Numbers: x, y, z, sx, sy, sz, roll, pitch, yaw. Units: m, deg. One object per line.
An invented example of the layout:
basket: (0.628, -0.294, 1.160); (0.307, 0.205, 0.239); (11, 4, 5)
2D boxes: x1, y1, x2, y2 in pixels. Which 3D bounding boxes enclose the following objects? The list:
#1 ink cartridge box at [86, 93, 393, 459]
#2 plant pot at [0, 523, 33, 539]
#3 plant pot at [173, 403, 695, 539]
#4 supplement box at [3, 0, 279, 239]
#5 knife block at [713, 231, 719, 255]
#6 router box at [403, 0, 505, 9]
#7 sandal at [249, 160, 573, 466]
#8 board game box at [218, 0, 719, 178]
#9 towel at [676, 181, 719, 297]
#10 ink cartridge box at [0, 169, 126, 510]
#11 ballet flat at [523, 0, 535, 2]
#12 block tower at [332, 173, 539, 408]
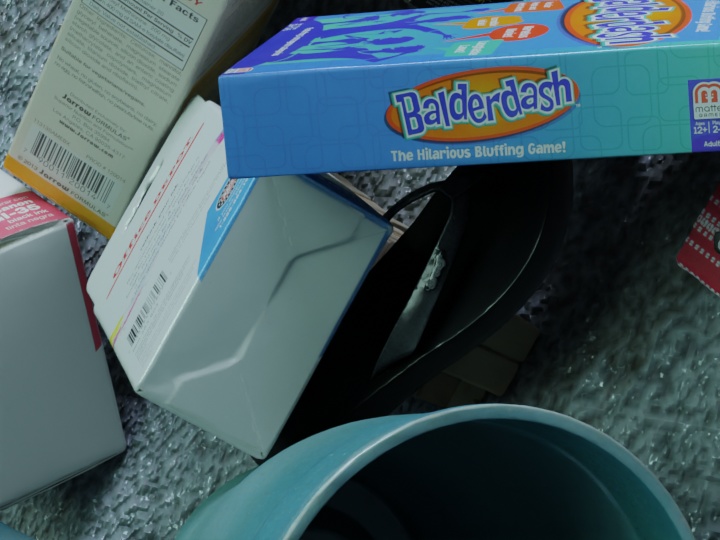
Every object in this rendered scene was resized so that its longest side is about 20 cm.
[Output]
ink cartridge box: (-0.060, -0.004, 1.142); (0.116, 0.068, 0.200); (-60, 17, 4)
plant pot: (-0.163, 0.218, 1.171); (0.187, 0.200, 0.201); (13, 81, 36)
plant pot: (0.010, 0.147, 1.016); (0.188, 0.199, 0.201); (3, 73, 65)
supplement box: (-0.093, -0.128, 1.264); (0.126, 0.073, 0.200); (-53, -4, -47)
knife block: (0.215, 0.011, 0.914); (0.199, 0.064, 0.177); (12, 85, 46)
router box: (0.041, -0.230, 1.270); (0.158, 0.052, 0.200); (-56, 40, 13)
sandal: (0.017, 0.013, 1.094); (0.200, 0.043, 0.076); (-48, 41, 14)
board game box: (0.057, -0.078, 1.029); (0.199, 0.152, 0.045); (-3, 103, 11)
towel: (0.219, -0.056, 1.000); (0.145, 0.022, 0.201); (41, 105, 48)
ink cartridge box: (-0.217, 0.015, 1.364); (0.200, 0.082, 0.147); (32, 140, 51)
ballet flat: (0.106, -0.150, 1.125); (0.072, 0.071, 0.201); (9, 98, 51)
block tower: (0.000, 0.000, 1.198); (0.054, 0.058, 0.200); (-59, 38, 7)
